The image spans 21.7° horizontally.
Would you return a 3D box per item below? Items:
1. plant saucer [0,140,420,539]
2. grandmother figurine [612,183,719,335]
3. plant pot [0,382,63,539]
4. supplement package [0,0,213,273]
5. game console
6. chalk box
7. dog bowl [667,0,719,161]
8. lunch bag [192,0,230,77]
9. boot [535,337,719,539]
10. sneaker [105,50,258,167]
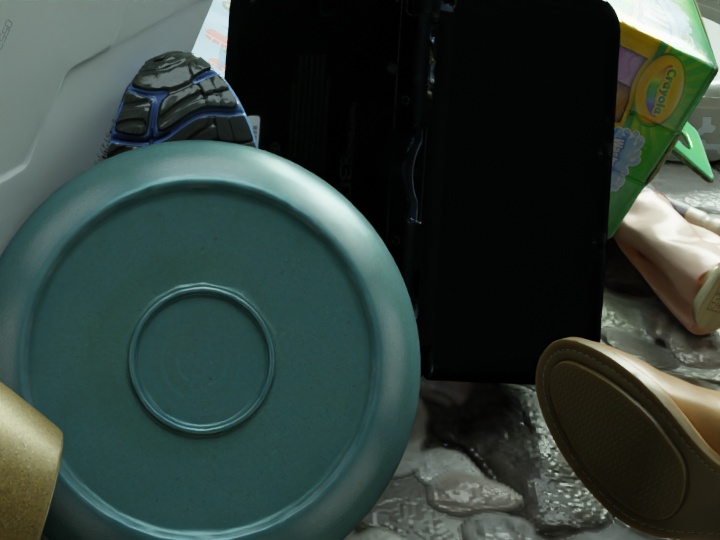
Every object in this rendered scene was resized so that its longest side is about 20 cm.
[{"bbox_3d":[-0.070,0.040,0.821,0.198,0.202,0.027,7,-9,-7],"label":"plant saucer"},{"bbox_3d":[0.166,-0.030,1.136,0.121,0.061,0.200,20,17,-38],"label":"grandmother figurine"},{"bbox_3d":[-0.225,0.077,0.734,0.199,0.187,0.187,20,28,-14],"label":"plant pot"},{"bbox_3d":[-0.181,-0.081,0.861,0.110,0.201,0.156,18,-8,32],"label":"supplement package"},{"bbox_3d":[0.027,-0.047,0.962,0.175,0.202,0.116,3,-1,28],"label":"game console"},{"bbox_3d":[0.118,-0.113,1.058,0.199,0.124,0.125,22,28,-15],"label":"chalk box"},{"bbox_3d":[0.206,-0.143,1.329,0.198,0.059,0.201,9,30,-5],"label":"dog bowl"},{"bbox_3d":[-0.118,-0.120,1.040,0.200,0.094,0.151,39,39,-17],"label":"lunch bag"},{"bbox_3d":[0.199,0.076,0.939,0.199,0.077,0.155,30,37,24],"label":"boot"},{"bbox_3d":[-0.079,-0.004,0.891,0.075,0.202,0.078,-8,12,-8],"label":"sneaker"}]
